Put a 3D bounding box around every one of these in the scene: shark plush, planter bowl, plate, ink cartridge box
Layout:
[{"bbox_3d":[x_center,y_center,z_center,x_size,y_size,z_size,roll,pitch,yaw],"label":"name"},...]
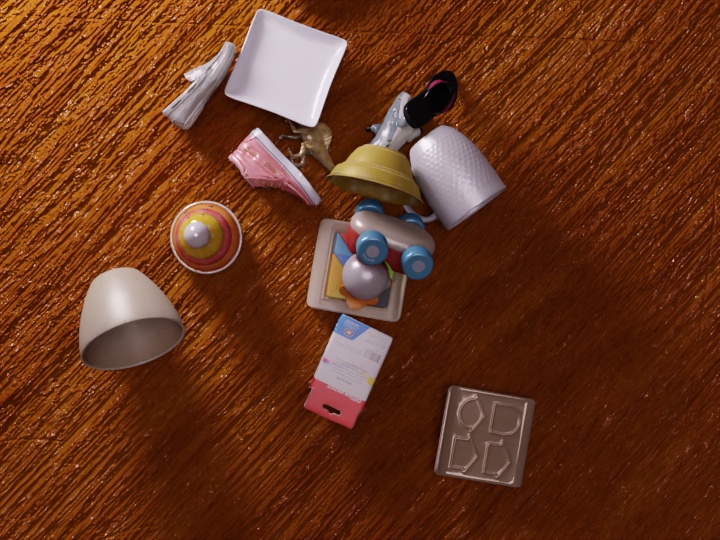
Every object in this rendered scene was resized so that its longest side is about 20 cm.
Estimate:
[{"bbox_3d":[0.047,-0.275,1.718,0.200,0.091,0.083,-48,70,11],"label":"shark plush"},{"bbox_3d":[0.037,-0.195,1.632,0.198,0.200,0.084,15,85,-6],"label":"planter bowl"},{"bbox_3d":[-0.150,-0.406,1.679,0.197,0.032,0.202,20,78,0],"label":"plate"},{"bbox_3d":[-0.027,0.204,1.689,0.115,0.067,0.202,25,87,-5],"label":"ink cartridge box"}]

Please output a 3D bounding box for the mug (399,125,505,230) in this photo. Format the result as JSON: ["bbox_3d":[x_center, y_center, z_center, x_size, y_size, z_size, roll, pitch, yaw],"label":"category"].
[{"bbox_3d":[0.166,-0.181,1.685,0.199,0.147,0.176,-37,85,25],"label":"mug"}]

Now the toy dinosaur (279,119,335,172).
[{"bbox_3d":[-0.099,-0.252,1.688,0.100,0.058,0.202,-28,93,-7],"label":"toy dinosaur"}]

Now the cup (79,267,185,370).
[{"bbox_3d":[-0.454,0.081,1.598,0.198,0.201,0.144,-21,67,-6],"label":"cup"}]

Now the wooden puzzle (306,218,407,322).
[{"bbox_3d":[0.000,0.000,1.708,0.197,0.037,0.187,10,89,-6],"label":"wooden puzzle"}]

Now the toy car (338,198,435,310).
[{"bbox_3d":[0.037,-0.005,1.640,0.175,0.185,0.202,17,116,-11],"label":"toy car"}]

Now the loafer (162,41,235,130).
[{"bbox_3d":[-0.320,-0.377,1.659,0.069,0.070,0.201,34,87,-13],"label":"loafer"}]

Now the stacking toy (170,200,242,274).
[{"bbox_3d":[-0.302,-0.067,1.594,0.144,0.200,0.148,0,90,-7],"label":"stacking toy"}]

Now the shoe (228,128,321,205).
[{"bbox_3d":[-0.175,-0.186,1.677,0.091,0.071,0.200,-43,89,-3],"label":"shoe"}]

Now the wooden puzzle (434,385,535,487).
[{"bbox_3d":[0.257,0.345,1.734,0.197,0.046,0.188,10,89,-11],"label":"wooden puzzle"}]

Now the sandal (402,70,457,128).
[{"bbox_3d":[0.155,-0.347,1.675,0.075,0.045,0.200,56,46,-13],"label":"sandal"}]
